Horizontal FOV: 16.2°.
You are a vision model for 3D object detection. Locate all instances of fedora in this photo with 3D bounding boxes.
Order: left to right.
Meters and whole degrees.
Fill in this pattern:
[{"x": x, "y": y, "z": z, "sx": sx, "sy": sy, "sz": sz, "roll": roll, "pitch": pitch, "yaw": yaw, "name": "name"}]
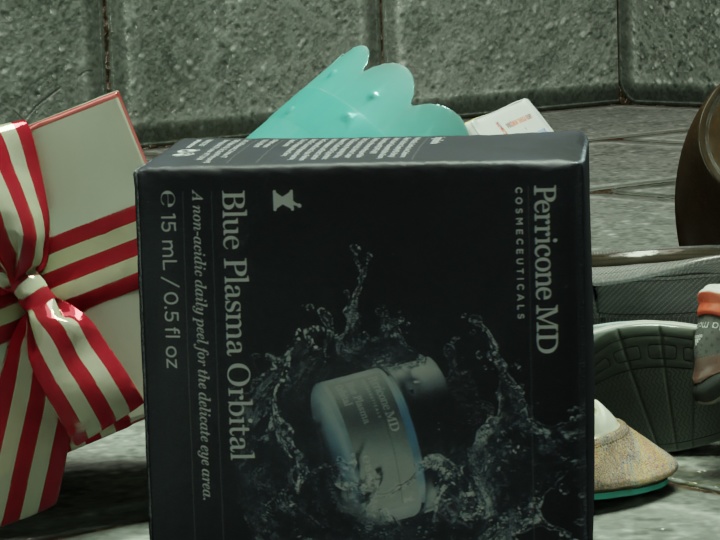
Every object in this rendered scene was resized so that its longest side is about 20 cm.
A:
[{"x": 0.188, "y": 0.033, "z": 1.505, "sx": 0.200, "sy": 0.090, "sz": 0.177, "roll": -2, "pitch": 4, "yaw": 43, "name": "fedora"}]

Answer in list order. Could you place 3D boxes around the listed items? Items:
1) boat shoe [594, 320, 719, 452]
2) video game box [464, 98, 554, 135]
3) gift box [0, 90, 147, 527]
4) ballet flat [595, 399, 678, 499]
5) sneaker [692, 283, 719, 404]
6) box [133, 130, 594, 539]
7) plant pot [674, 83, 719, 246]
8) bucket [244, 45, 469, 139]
[{"x": 0.134, "y": 0.064, "z": 1.426, "sx": 0.202, "sy": 0.075, "sz": 0.065, "roll": -7, "pitch": 10, "yaw": 14, "name": "boat shoe"}, {"x": 0.031, "y": -0.029, "z": 1.662, "sx": 0.200, "sy": 0.047, "sz": 0.182, "roll": -41, "pitch": -6, "yaw": 18, "name": "video game box"}, {"x": -0.185, "y": 0.026, "z": 1.321, "sx": 0.200, "sy": 0.185, "sz": 0.187, "roll": -27, "pitch": 3, "yaw": -11, "name": "gift box"}, {"x": 0.079, "y": 0.087, "z": 1.270, "sx": 0.200, "sy": 0.067, "sz": 0.068, "roll": -7, "pitch": 9, "yaw": -33, "name": "ballet flat"}, {"x": 0.262, "y": 0.071, "z": 1.369, "sx": 0.200, "sy": 0.082, "sz": 0.077, "roll": 19, "pitch": -9, "yaw": -14, "name": "sneaker"}, {"x": 0.006, "y": 0.041, "z": 1.146, "sx": 0.200, "sy": 0.197, "sz": 0.117, "roll": -1, "pitch": 8, "yaw": 6, "name": "box"}, {"x": 0.281, "y": -0.059, "z": 1.636, "sx": 0.187, "sy": 0.187, "sz": 0.200, "roll": 0, "pitch": -14, "yaw": 17, "name": "plant pot"}, {"x": 0.000, "y": 0.000, "z": 1.337, "sx": 0.135, "sy": 0.207, "sz": 0.207, "roll": -38, "pitch": 18, "yaw": -13, "name": "bucket"}]
